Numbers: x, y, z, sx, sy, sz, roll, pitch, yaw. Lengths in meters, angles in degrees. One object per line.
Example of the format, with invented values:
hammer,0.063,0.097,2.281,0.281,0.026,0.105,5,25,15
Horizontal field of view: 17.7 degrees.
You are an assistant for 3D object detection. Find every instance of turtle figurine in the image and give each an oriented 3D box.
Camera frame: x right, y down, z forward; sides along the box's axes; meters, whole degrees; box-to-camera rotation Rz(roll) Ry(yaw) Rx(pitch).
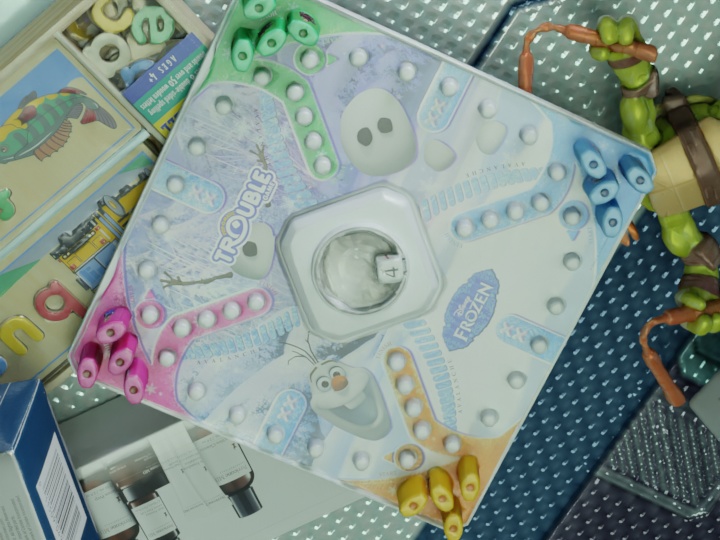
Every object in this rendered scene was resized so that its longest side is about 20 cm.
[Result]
turtle figurine,0.162,-0.045,1.046,0.161,0.064,0.200,-21,111,6

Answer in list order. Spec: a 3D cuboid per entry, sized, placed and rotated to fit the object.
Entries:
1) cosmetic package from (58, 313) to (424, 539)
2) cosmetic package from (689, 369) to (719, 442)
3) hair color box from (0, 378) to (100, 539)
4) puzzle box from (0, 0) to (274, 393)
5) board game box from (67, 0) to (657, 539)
cosmetic package,-0.050,0.081,1.077,0.200,0.051,0.083,-25,120,2
cosmetic package,0.298,0.067,1.056,0.200,0.165,0.165,-47,135,14
hair color box,-0.226,0.116,1.024,0.200,0.061,0.100,-9,119,11
puzzle box,-0.132,-0.032,1.016,0.200,0.025,0.133,-40,118,10
board game box,0.000,0.000,1.006,0.200,0.026,0.200,24,107,-11
